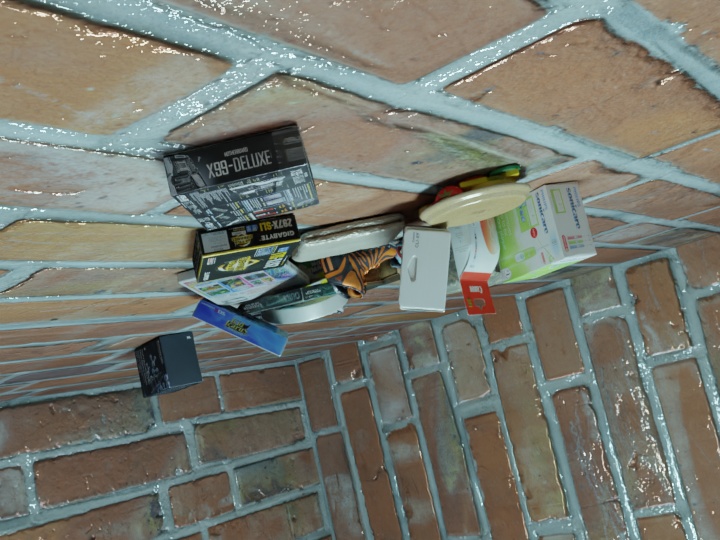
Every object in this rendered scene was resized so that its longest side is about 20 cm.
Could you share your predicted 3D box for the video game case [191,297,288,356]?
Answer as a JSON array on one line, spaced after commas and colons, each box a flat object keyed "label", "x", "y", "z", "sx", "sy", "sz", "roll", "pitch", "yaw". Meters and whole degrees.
[{"label": "video game case", "x": -0.252, "y": 0.115, "z": 1.797, "sx": 0.199, "sy": 0.046, "sz": 0.181, "roll": 25, "pitch": 177, "yaw": -5}]

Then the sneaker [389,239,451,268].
[{"label": "sneaker", "x": 0.120, "y": -0.035, "z": 1.745, "sx": 0.095, "sy": 0.080, "sz": 0.200, "roll": -7, "pitch": 169, "yaw": -21}]

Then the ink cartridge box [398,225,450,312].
[{"label": "ink cartridge box", "x": 0.115, "y": -0.007, "z": 1.527, "sx": 0.083, "sy": 0.146, "sz": 0.200, "roll": 4, "pitch": -175, "yaw": 3}]

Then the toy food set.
[{"label": "toy food set", "x": 0.195, "y": -0.120, "z": 1.426, "sx": 0.197, "sy": 0.049, "sz": 0.200, "roll": -14, "pitch": 171, "yaw": 3}]

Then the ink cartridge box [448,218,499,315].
[{"label": "ink cartridge box", "x": 0.230, "y": -0.018, "z": 1.612, "sx": 0.050, "sy": 0.201, "sz": 0.162, "roll": -18, "pitch": 170, "yaw": 27}]

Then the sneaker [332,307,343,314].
[{"label": "sneaker", "x": -0.107, "y": 0.090, "z": 2.179, "sx": 0.114, "sy": 0.075, "sz": 0.200, "roll": -15, "pitch": 174, "yaw": -4}]

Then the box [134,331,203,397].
[{"label": "box", "x": -0.556, "y": 0.273, "z": 2.422, "sx": 0.107, "sy": 0.149, "sz": 0.200, "roll": -6, "pitch": 168, "yaw": -38}]

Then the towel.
[{"label": "towel", "x": -0.023, "y": -0.060, "z": 1.525, "sx": 0.199, "sy": 0.035, "sz": 0.133, "roll": -12, "pitch": 169, "yaw": -14}]

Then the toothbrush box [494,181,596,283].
[{"label": "toothbrush box", "x": 0.349, "y": -0.071, "z": 1.642, "sx": 0.086, "sy": 0.146, "sz": 0.200, "roll": -8, "pitch": 170, "yaw": -28}]

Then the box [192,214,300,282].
[{"label": "box", "x": -0.194, "y": -0.034, "z": 1.396, "sx": 0.159, "sy": 0.050, "sz": 0.200, "roll": -13, "pitch": 171, "yaw": -16}]

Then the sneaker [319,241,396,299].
[{"label": "sneaker", "x": 0.000, "y": 0.000, "z": 1.671, "sx": 0.199, "sy": 0.112, "sz": 0.077, "roll": -5, "pitch": 168, "yaw": -41}]

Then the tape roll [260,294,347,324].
[{"label": "tape roll", "x": -0.128, "y": 0.068, "z": 1.894, "sx": 0.202, "sy": 0.037, "sz": 0.203, "roll": -10, "pitch": -165, "yaw": 3}]

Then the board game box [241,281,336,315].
[{"label": "board game box", "x": -0.132, "y": 0.054, "z": 1.709, "sx": 0.135, "sy": 0.028, "sz": 0.200, "roll": -12, "pitch": 178, "yaw": -45}]

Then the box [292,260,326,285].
[{"label": "box", "x": -0.119, "y": 0.011, "z": 1.778, "sx": 0.199, "sy": 0.049, "sz": 0.117, "roll": -13, "pitch": 171, "yaw": -12}]

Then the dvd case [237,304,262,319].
[{"label": "dvd case", "x": -0.210, "y": 0.089, "z": 2.028, "sx": 0.199, "sy": 0.025, "sz": 0.150, "roll": -12, "pitch": -169, "yaw": 8}]

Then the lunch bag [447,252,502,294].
[{"label": "lunch bag", "x": 0.276, "y": -0.013, "z": 1.979, "sx": 0.164, "sy": 0.118, "sz": 0.200, "roll": -20, "pitch": 164, "yaw": 29}]

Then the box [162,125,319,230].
[{"label": "box", "x": -0.137, "y": -0.107, "z": 1.022, "sx": 0.157, "sy": 0.050, "sz": 0.200, "roll": -14, "pitch": 171, "yaw": 0}]

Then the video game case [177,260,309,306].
[{"label": "video game case", "x": -0.221, "y": 0.017, "z": 1.621, "sx": 0.199, "sy": 0.024, "sz": 0.182, "roll": -14, "pitch": 159, "yaw": 14}]

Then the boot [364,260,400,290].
[{"label": "boot", "x": 0.019, "y": 0.003, "z": 1.782, "sx": 0.073, "sy": 0.076, "sz": 0.200, "roll": -14, "pitch": -178, "yaw": 27}]
